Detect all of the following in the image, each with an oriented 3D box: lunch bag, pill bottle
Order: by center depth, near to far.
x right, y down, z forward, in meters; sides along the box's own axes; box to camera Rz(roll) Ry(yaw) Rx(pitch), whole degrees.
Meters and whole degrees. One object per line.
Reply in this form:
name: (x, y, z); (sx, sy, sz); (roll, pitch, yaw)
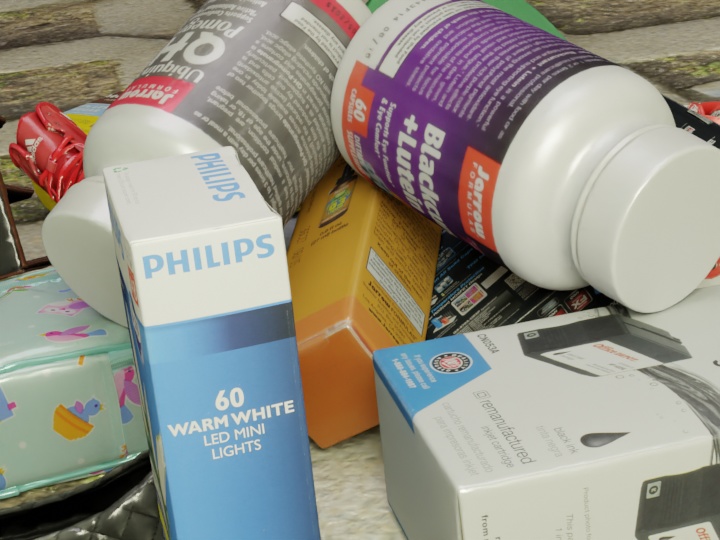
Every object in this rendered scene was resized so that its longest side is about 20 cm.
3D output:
pill bottle: (0.084, -0.059, 0.812); (0.111, 0.112, 0.200); (-20, 36, -31)
pill bottle: (-0.076, -0.065, 0.870); (0.110, 0.111, 0.200); (9, 48, 35)
lunch bag: (-0.203, 0.058, 0.893); (0.198, 0.078, 0.160); (-12, 22, -16)

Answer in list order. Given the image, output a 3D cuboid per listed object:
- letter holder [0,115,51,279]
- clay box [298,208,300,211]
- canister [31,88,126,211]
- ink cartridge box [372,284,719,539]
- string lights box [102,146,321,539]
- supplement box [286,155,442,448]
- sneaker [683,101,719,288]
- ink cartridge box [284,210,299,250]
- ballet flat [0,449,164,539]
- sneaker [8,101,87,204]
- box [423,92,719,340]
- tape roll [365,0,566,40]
letter holder: (-0.300, -0.021, 1.022); (0.198, 0.101, 0.142); (-16, 1, 1)
clay box: (-0.018, -0.096, 1.112); (0.114, 0.048, 0.199); (14, 29, 40)
canister: (-0.142, -0.103, 1.289); (0.148, 0.087, 0.199); (12, 29, 41)
ink cartridge box: (0.119, 0.079, 0.728); (0.198, 0.084, 0.145); (-10, 21, -11)
string lights box: (-0.055, 0.063, 0.662); (0.058, 0.202, 0.103); (-11, 20, -11)
supplement box: (0.000, 0.000, 0.901); (0.066, 0.069, 0.201); (-27, 30, 27)
sneaker: (0.191, -0.034, 0.955); (0.067, 0.109, 0.201); (14, 26, 17)
ink cartridge box: (-0.024, -0.024, 1.078); (0.103, 0.060, 0.200); (8, 25, 35)
ballet flat: (-0.173, 0.120, 0.752); (0.198, 0.057, 0.067); (-10, 20, -9)
sneaker: (-0.190, -0.054, 1.073); (0.115, 0.079, 0.200); (37, -4, 0)
box: (0.107, -0.016, 0.909); (0.200, 0.046, 0.159); (-40, 25, -1)
tape roll: (0.073, -0.099, 1.069); (0.200, 0.201, 0.048); (-27, -9, -43)
